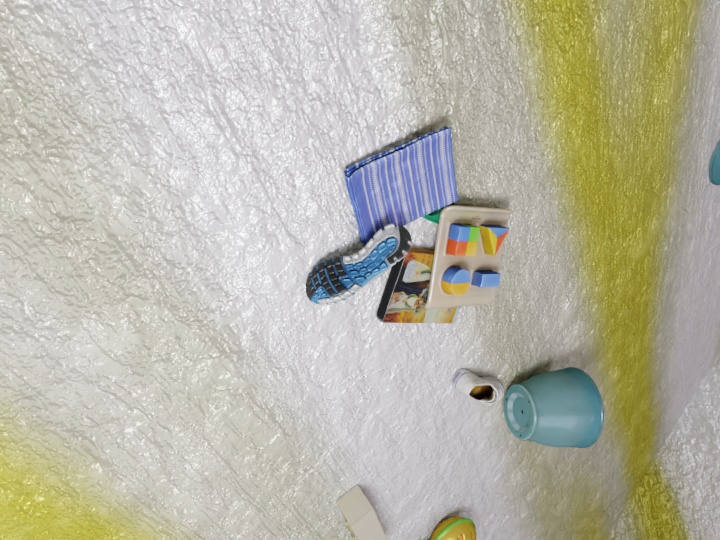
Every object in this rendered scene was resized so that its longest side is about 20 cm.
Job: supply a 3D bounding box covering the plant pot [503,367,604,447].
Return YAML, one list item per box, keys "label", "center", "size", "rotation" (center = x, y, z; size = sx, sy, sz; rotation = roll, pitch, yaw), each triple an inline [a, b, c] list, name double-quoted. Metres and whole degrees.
- label: "plant pot"
  center: [0.480, 0.357, 1.360]
  size: [0.184, 0.201, 0.204]
  rotation: [1, 116, -18]

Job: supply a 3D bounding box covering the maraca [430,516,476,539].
- label: "maraca"
  center: [0.242, 0.770, 1.478]
  size: [0.198, 0.107, 0.139]
  rotation: [-33, 120, -11]

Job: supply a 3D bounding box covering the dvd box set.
- label: "dvd box set"
  center: [0.132, 0.034, 1.030]
  size: [0.197, 0.029, 0.149]
  rotation: [5, 112, -37]

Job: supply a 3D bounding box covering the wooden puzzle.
- label: "wooden puzzle"
  center: [0.215, -0.019, 1.012]
  size: [0.182, 0.046, 0.205]
  rotation: [-2, 109, -36]

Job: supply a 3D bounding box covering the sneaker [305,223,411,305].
- label: "sneaker"
  center: [0.000, 0.000, 0.894]
  size: [0.197, 0.076, 0.087]
  rotation: [-29, 171, 0]

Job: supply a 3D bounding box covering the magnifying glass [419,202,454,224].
- label: "magnifying glass"
  center: [0.159, -0.099, 0.983]
  size: [0.080, 0.022, 0.200]
  rotation: [-45, 130, -5]

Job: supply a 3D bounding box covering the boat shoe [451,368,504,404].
- label: "boat shoe"
  center: [0.298, 0.293, 1.270]
  size: [0.199, 0.070, 0.072]
  rotation: [31, 96, -42]

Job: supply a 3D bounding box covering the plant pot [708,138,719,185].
- label: "plant pot"
  center: [1.094, -0.301, 1.427]
  size: [0.197, 0.188, 0.204]
  rotation: [-16, 124, -26]

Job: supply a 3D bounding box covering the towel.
- label: "towel"
  center: [0.074, -0.138, 0.877]
  size: [0.197, 0.024, 0.147]
  rotation: [-25, 128, -12]

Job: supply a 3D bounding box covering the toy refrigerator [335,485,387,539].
- label: "toy refrigerator"
  center: [0.007, 0.599, 1.232]
  size: [0.069, 0.076, 0.203]
  rotation: [-31, 130, -17]
